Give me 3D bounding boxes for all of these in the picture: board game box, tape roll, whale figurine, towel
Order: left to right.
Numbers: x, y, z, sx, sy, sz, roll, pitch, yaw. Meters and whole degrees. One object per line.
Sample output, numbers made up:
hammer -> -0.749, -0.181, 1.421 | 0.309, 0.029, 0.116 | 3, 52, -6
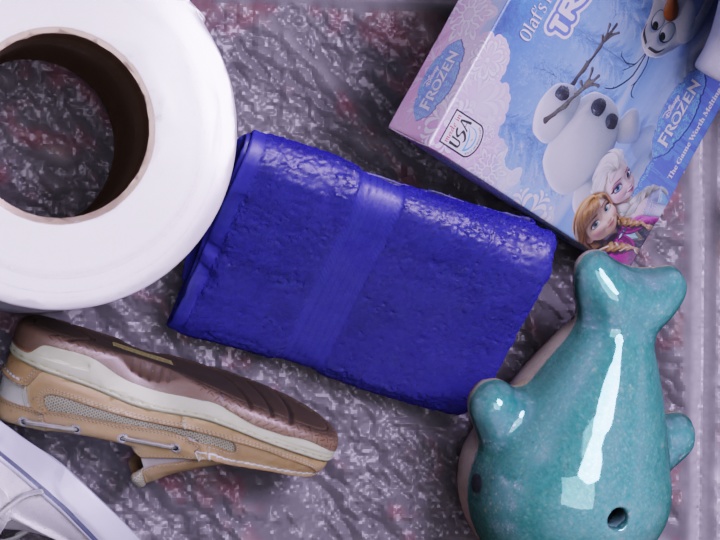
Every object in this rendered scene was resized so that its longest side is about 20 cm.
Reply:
tape roll -> -0.179, -0.076, 1.502 | 0.202, 0.139, 0.204 | 0, 89, -13
towel -> 0.000, 0.000, 1.564 | 0.199, 0.050, 0.148 | 19, 126, -12
board game box -> 0.137, -0.125, 1.567 | 0.199, 0.043, 0.200 | 29, 89, -42
whale figurine -> 0.139, 0.092, 1.567 | 0.159, 0.104, 0.201 | 13, 104, -28

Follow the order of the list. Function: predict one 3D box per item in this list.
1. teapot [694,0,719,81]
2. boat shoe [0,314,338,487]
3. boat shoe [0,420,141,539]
teapot -> 0.243, -0.201, 1.464 | 0.200, 0.197, 0.146 | 47, 62, -38
boat shoe -> -0.115, 0.091, 1.556 | 0.199, 0.072, 0.076 | 19, 98, -5
boat shoe -> -0.224, 0.125, 1.518 | 0.202, 0.075, 0.086 | 37, 80, -8
